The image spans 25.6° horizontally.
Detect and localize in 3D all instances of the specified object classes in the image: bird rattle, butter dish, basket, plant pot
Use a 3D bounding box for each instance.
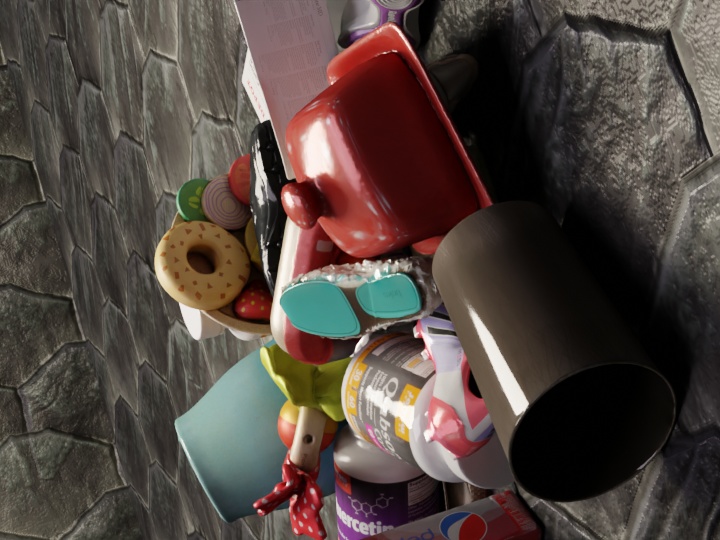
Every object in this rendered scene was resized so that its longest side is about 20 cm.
[{"bbox_3d":[-0.049,0.170,1.633,0.163,0.112,0.201,-80,-7,-83],"label":"bird rattle"},{"bbox_3d":[-0.001,-0.085,1.363,0.201,0.147,0.199,62,160,-4],"label":"butter dish"},{"bbox_3d":[0.142,0.052,1.245,0.181,0.136,0.200,65,180,-52],"label":"basket"},{"bbox_3d":[-0.102,0.186,1.807,0.201,0.187,0.200,62,176,7],"label":"plant pot"}]

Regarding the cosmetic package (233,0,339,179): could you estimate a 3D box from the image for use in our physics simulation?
[{"bbox_3d":[-0.056,-0.188,1.499,0.051,0.082,0.201,-100,-4,-53],"label":"cosmetic package"}]

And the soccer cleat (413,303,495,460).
[{"bbox_3d":[0.092,0.075,1.364,0.076,0.067,0.200,-39,29,28],"label":"soccer cleat"}]

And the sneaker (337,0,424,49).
[{"bbox_3d":[0.028,-0.263,1.457,0.200,0.074,0.100,121,156,-67],"label":"sneaker"}]

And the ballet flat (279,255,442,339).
[{"bbox_3d":[0.012,0.021,1.425,0.199,0.072,0.072,-7,97,48],"label":"ballet flat"}]

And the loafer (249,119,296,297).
[{"bbox_3d":[-0.077,-0.055,1.624,0.070,0.068,0.202,162,100,-80],"label":"loafer"}]

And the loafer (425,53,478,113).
[{"bbox_3d":[0.055,-0.154,1.458,0.072,0.063,0.200,57,164,-5],"label":"loafer"}]

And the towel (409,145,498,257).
[{"bbox_3d":[0.091,-0.017,1.469,0.200,0.036,0.149,126,126,-64],"label":"towel"}]

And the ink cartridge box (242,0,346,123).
[{"bbox_3d":[-0.052,-0.212,1.650,0.200,0.082,0.147,109,141,-56],"label":"ink cartridge box"}]

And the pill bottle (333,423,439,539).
[{"bbox_3d":[0.028,0.231,1.685,0.112,0.112,0.201,-136,37,-55],"label":"pill bottle"}]

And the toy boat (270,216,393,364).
[{"bbox_3d":[0.000,0.000,1.527,0.130,0.130,0.201,17,104,29],"label":"toy boat"}]

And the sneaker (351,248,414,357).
[{"bbox_3d":[0.018,0.044,1.670,0.200,0.074,0.082,-62,38,45],"label":"sneaker"}]

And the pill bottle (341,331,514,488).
[{"bbox_3d":[0.075,0.131,1.485,0.200,0.116,0.117,19,121,60],"label":"pill bottle"}]

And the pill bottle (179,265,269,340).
[{"bbox_3d":[-0.096,0.013,1.746,0.111,0.199,0.112,166,90,-70],"label":"pill bottle"}]

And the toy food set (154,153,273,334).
[{"bbox_3d":[-0.107,-0.027,1.672,0.049,0.199,0.199,116,175,-61],"label":"toy food set"}]

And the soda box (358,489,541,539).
[{"bbox_3d":[0.069,0.275,1.480,0.063,0.199,0.070,-131,33,-51],"label":"soda box"}]

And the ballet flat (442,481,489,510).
[{"bbox_3d":[0.101,0.234,1.591,0.067,0.046,0.201,-168,66,-67],"label":"ballet flat"}]
